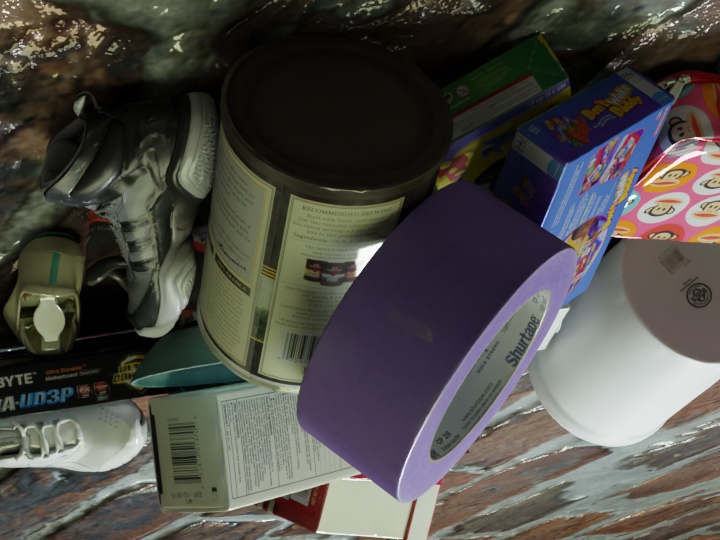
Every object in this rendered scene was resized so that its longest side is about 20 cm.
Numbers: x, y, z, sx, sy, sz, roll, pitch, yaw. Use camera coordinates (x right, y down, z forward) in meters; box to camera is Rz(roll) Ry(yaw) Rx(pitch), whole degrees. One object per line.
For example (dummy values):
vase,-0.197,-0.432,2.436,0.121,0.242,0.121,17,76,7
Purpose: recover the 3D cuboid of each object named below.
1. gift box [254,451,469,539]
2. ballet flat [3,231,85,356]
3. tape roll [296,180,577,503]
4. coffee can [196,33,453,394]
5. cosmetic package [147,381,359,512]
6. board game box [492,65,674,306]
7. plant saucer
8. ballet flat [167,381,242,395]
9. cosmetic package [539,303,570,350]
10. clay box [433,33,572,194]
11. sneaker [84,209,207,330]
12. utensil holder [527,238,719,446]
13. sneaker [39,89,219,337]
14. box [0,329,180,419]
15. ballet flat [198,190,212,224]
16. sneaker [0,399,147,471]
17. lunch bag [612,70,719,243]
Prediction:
gift box,-0.004,0.193,1.349,0.186,0.185,0.200,15,-176,-44
ballet flat,-0.267,0.037,1.097,0.069,0.070,0.200,-4,156,-15
tape roll,0.052,0.047,0.849,0.200,0.085,0.200,-49,161,-22
coffee can,-0.031,-0.034,0.869,0.146,0.147,0.200,-4,139,-17
cosmetic package,-0.083,0.146,1.145,0.087,0.104,0.200,-9,176,39
board game box,0.145,-0.040,0.960,0.134,0.045,0.200,-30,150,-38
plant saucer,-0.085,0.062,1.036,0.199,0.036,0.200,-8,171,-1
ballet flat,-0.152,0.129,1.259,0.068,0.073,0.200,24,-169,0
cosmetic package,0.089,0.035,1.240,0.199,0.081,0.113,-8,157,-11
clay box,0.106,-0.085,0.976,0.115,0.048,0.200,-29,155,2
sneaker,-0.135,0.017,1.033,0.199,0.082,0.077,24,155,-26
utensil holder,0.281,0.061,1.276,0.169,0.171,0.200,-2,154,-21
sneaker,-0.169,-0.041,0.908,0.113,0.076,0.201,6,125,-17
box,-0.261,0.093,1.172,0.199,0.046,0.159,-9,-176,-5
ballet flat,-0.028,-0.076,0.985,0.199,0.057,0.067,-13,139,-11
sneaker,-0.290,0.154,1.177,0.199,0.075,0.087,-7,180,16
lunch bag,0.289,-0.093,1.030,0.199,0.082,0.176,2,153,-26
